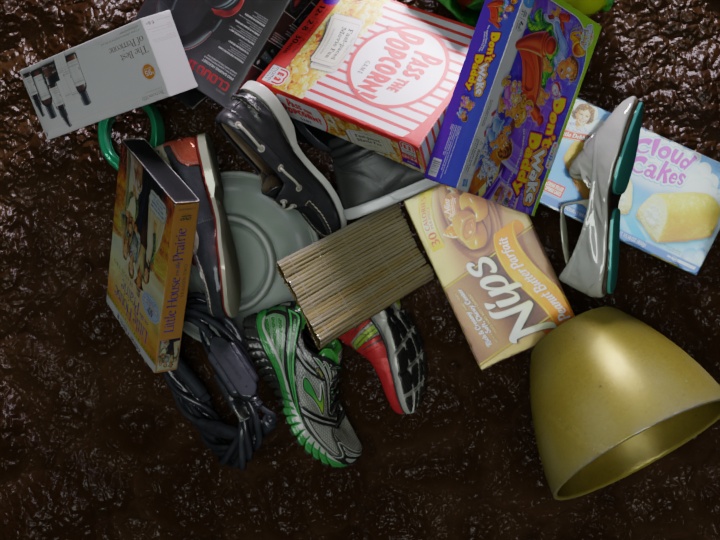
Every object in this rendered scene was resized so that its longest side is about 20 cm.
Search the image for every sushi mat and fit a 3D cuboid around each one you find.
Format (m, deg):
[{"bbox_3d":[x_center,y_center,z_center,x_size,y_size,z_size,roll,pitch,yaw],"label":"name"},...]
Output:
[{"bbox_3d":[0.000,0.000,1.078,0.012,0.200,0.096,-29,90,45],"label":"sushi mat"}]

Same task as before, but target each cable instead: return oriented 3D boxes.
[{"bbox_3d":[-0.162,0.117,1.131,0.051,0.164,0.200,-25,65,-34],"label":"cable"}]

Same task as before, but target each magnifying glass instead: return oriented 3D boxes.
[{"bbox_3d":[-0.232,-0.101,1.141,0.079,0.022,0.201,-28,76,21],"label":"magnifying glass"}]

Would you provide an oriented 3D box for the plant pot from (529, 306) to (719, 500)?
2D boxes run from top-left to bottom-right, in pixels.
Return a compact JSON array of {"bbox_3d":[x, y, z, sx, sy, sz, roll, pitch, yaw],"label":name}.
[{"bbox_3d":[0.252,0.122,1.066,0.199,0.200,0.143,-31,66,8],"label":"plant pot"}]

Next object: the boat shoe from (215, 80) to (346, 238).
[{"bbox_3d":[-0.081,-0.101,1.087,0.060,0.074,0.201,-46,129,-20],"label":"boat shoe"}]

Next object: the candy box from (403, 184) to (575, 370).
[{"bbox_3d":[0.139,-0.009,1.118,0.115,0.055,0.201,-25,93,7],"label":"candy box"}]

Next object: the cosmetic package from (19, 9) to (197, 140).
[{"bbox_3d":[-0.268,-0.201,1.095,0.199,0.051,0.083,-11,107,36],"label":"cosmetic package"}]

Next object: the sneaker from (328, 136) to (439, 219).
[{"bbox_3d":[0.057,-0.137,1.087,0.199,0.071,0.100,-24,100,-2],"label":"sneaker"}]

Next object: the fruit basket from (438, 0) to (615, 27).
[{"bbox_3d":[0.166,-0.329,1.051,0.214,0.155,0.217,-2,85,21],"label":"fruit basket"}]

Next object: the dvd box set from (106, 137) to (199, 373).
[{"bbox_3d":[-0.220,-0.016,1.086,0.029,0.146,0.201,-8,126,-33],"label":"dvd box set"}]

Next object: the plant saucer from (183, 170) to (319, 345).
[{"bbox_3d":[-0.142,-0.009,1.151,0.198,0.050,0.202,0,95,5],"label":"plant saucer"}]

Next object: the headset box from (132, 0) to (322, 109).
[{"bbox_3d":[-0.142,-0.267,1.102,0.148,0.075,0.201,35,98,14],"label":"headset box"}]

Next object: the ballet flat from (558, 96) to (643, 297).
[{"bbox_3d":[0.233,-0.075,1.036,0.069,0.069,0.202,8,97,5],"label":"ballet flat"}]

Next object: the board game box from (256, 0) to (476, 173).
[{"bbox_3d":[0.019,-0.199,1.052,0.199,0.046,0.152,25,68,25],"label":"board game box"}]

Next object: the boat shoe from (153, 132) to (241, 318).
[{"bbox_3d":[-0.169,-0.044,1.087,0.062,0.071,0.201,-13,80,2],"label":"boat shoe"}]

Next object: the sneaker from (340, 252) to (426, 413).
[{"bbox_3d":[0.009,0.065,1.142,0.085,0.077,0.201,-23,89,27],"label":"sneaker"}]

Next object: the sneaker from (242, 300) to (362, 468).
[{"bbox_3d":[-0.048,0.125,1.126,0.085,0.078,0.201,-25,106,11],"label":"sneaker"}]

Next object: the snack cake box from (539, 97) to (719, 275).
[{"bbox_3d":[0.280,-0.091,1.090,0.199,0.067,0.116,25,98,3],"label":"snack cake box"}]

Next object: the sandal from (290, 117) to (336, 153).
[{"bbox_3d":[-0.025,-0.154,1.128,0.200,0.043,0.076,35,98,2],"label":"sandal"}]

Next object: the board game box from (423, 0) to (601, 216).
[{"bbox_3d":[0.150,-0.165,1.012,0.045,0.134,0.201,24,98,42],"label":"board game box"}]
